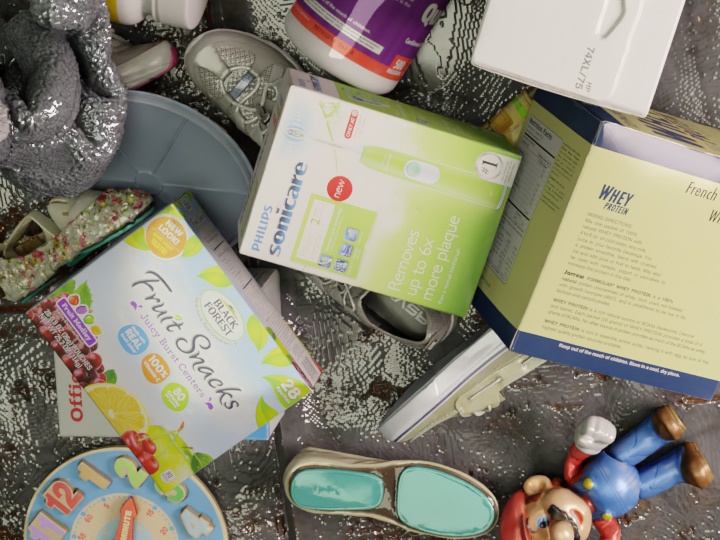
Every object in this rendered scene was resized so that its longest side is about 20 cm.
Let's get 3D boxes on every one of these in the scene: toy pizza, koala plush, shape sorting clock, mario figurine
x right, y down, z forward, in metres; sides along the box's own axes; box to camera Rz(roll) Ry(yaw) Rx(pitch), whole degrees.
[{"bbox_3d":[-0.184,-0.087,1.508,0.199,0.032,0.201,9,137,8],"label":"toy pizza"},{"bbox_3d":[-0.303,-0.128,1.369,0.177,0.200,0.185,-12,101,34],"label":"koala plush"},{"bbox_3d":[-0.225,0.262,1.629,0.199,0.039,0.201,2,104,8],"label":"shape sorting clock"},{"bbox_3d":[0.214,0.208,1.518,0.200,0.106,0.124,-33,63,7],"label":"mario figurine"}]

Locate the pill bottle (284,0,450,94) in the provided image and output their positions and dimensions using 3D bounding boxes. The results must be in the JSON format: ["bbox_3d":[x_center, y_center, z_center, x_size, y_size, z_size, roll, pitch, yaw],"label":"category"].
[{"bbox_3d":[0.029,-0.256,1.428,0.112,0.112,0.200,33,106,-1],"label":"pill bottle"}]

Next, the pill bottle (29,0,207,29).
[{"bbox_3d":[-0.229,-0.276,1.459,0.199,0.114,0.115,15,105,4],"label":"pill bottle"}]

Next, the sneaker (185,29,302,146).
[{"bbox_3d":[-0.066,-0.137,1.475,0.200,0.082,0.075,37,104,-6],"label":"sneaker"}]

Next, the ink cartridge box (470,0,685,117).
[{"bbox_3d":[0.182,-0.225,1.370,0.145,0.200,0.147,17,105,3],"label":"ink cartridge box"}]

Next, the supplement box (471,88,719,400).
[{"bbox_3d":[0.221,-0.027,1.414,0.199,0.134,0.201,14,107,-21],"label":"supplement box"}]

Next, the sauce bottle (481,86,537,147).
[{"bbox_3d":[0.104,-0.083,1.485,0.200,0.065,0.065,-41,95,13],"label":"sauce bottle"}]

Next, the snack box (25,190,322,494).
[{"bbox_3d":[-0.159,0.062,1.469,0.168,0.068,0.200,-34,98,13],"label":"snack box"}]

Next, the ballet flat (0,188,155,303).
[{"bbox_3d":[-0.267,-0.032,1.519,0.200,0.076,0.064,-31,103,34],"label":"ballet flat"}]

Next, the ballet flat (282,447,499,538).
[{"bbox_3d":[0.028,0.199,1.567,0.199,0.070,0.070,12,105,-1],"label":"ballet flat"}]

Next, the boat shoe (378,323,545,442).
[{"bbox_3d":[0.105,0.097,1.527,0.200,0.072,0.062,-40,93,12],"label":"boat shoe"}]

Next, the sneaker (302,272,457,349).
[{"bbox_3d":[0.000,0.000,1.511,0.199,0.082,0.075,31,106,-1],"label":"sneaker"}]

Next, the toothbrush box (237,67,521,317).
[{"bbox_3d":[0.013,-0.064,1.406,0.199,0.086,0.146,17,104,-9],"label":"toothbrush box"}]

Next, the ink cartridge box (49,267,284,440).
[{"bbox_3d":[-0.176,0.075,1.553,0.199,0.085,0.145,0,103,9],"label":"ink cartridge box"}]

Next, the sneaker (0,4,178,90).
[{"bbox_3d":[-0.260,-0.195,1.500,0.199,0.081,0.089,-2,105,8],"label":"sneaker"}]
